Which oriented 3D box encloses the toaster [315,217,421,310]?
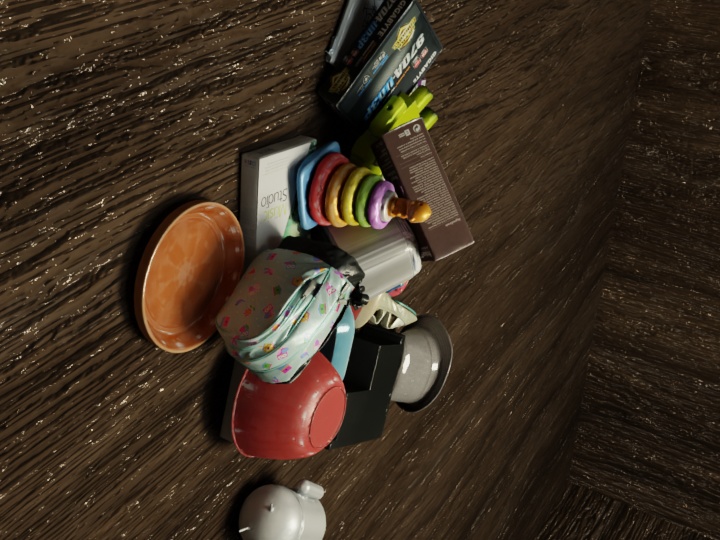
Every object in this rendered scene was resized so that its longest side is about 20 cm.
[{"bbox_3d":[0.009,-0.038,1.362,0.128,0.201,0.114,-24,136,-8],"label":"toaster"}]

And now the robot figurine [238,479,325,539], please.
[{"bbox_3d":[-0.131,0.422,1.473,0.170,0.113,0.200,-51,152,-1],"label":"robot figurine"}]

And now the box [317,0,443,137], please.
[{"bbox_3d":[0.034,-0.313,1.369,0.201,0.046,0.159,-54,154,0],"label":"box"}]

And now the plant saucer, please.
[{"bbox_3d":[-0.223,0.006,1.143,0.200,0.032,0.203,-41,139,-48],"label":"plant saucer"}]

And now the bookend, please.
[{"bbox_3d":[-0.021,0.203,1.580,0.199,0.091,0.201,5,99,-61],"label":"bookend"}]

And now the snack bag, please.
[{"bbox_3d":[0.022,-0.381,1.396,0.200,0.021,0.191,27,81,-63],"label":"snack bag"}]

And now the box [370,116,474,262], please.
[{"bbox_3d":[0.091,-0.117,1.320,0.074,0.100,0.202,-26,93,-9],"label":"box"}]

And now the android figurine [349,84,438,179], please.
[{"bbox_3d":[0.051,-0.204,1.433,0.200,0.041,0.182,-49,154,-13],"label":"android figurine"}]

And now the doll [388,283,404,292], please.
[{"bbox_3d":[0.059,-0.019,1.525,0.048,0.137,0.201,26,102,-36],"label":"doll"}]

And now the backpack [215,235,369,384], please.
[{"bbox_3d":[-0.105,0.052,1.213,0.127,0.166,0.201,50,65,-35],"label":"backpack"}]

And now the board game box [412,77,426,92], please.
[{"bbox_3d":[0.070,-0.238,1.565,0.120,0.032,0.203,-32,132,-58],"label":"board game box"}]

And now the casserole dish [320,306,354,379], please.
[{"bbox_3d":[-0.047,0.109,1.425,0.038,0.122,0.202,-2,132,-18],"label":"casserole dish"}]

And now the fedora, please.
[{"bbox_3d":[0.086,0.183,1.726,0.089,0.178,0.201,6,131,-34],"label":"fedora"}]

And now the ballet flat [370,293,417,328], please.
[{"bbox_3d":[0.043,0.076,1.661,0.200,0.067,0.063,38,71,-52],"label":"ballet flat"}]

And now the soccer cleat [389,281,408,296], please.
[{"bbox_3d":[0.066,-0.044,1.638,0.077,0.066,0.202,-72,167,-53],"label":"soccer cleat"}]

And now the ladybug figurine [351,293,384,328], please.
[{"bbox_3d":[0.000,0.000,1.483,0.071,0.135,0.202,21,81,-24],"label":"ladybug figurine"}]

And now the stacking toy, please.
[{"bbox_3d":[0.013,-0.102,1.268,0.116,0.198,0.111,-48,145,-44],"label":"stacking toy"}]

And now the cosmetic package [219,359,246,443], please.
[{"bbox_3d":[-0.139,0.159,1.372,0.150,0.051,0.203,-4,109,-64],"label":"cosmetic package"}]

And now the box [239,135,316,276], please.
[{"bbox_3d":[-0.121,-0.084,1.281,0.144,0.036,0.202,-31,133,-53],"label":"box"}]

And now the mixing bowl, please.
[{"bbox_3d":[-0.091,0.202,1.319,0.200,0.107,0.203,-36,134,-49],"label":"mixing bowl"}]
